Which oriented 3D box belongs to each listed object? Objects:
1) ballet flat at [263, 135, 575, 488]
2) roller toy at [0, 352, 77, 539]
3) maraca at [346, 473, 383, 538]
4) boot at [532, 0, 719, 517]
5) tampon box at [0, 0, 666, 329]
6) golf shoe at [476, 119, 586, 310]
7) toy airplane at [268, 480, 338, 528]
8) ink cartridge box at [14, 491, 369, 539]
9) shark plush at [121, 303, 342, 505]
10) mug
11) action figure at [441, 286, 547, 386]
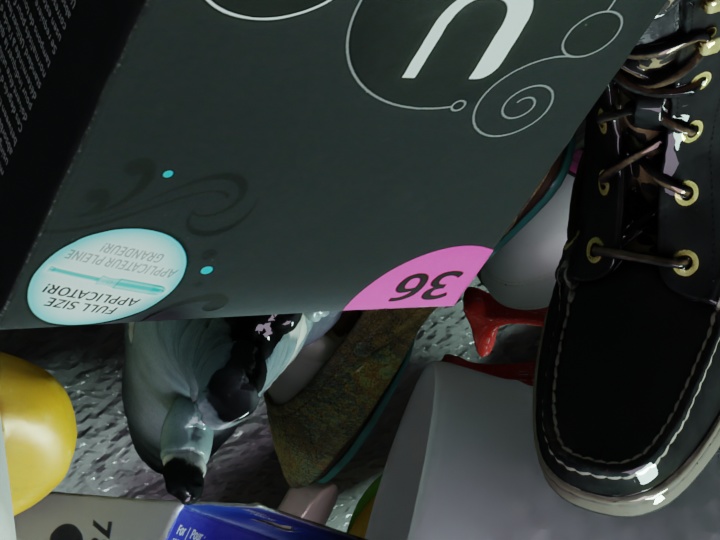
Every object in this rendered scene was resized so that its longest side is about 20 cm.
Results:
[{"bbox_3d":[0.000,0.000,0.854,0.070,0.071,0.200,1,141,-35],"label":"ballet flat"},{"bbox_3d":[-0.194,0.051,0.717,0.199,0.140,0.183,-19,140,3],"label":"roller toy"},{"bbox_3d":[0.072,0.153,0.968,0.107,0.199,0.138,-27,140,-48],"label":"maraca"},{"bbox_3d":[0.090,-0.042,0.752,0.073,0.201,0.151,13,153,24],"label":"boot"},{"bbox_3d":[-0.016,-0.094,0.629,0.149,0.127,0.200,-2,143,-31],"label":"tampon box"},{"bbox_3d":[0.137,-0.026,0.872,0.199,0.093,0.073,-22,151,0],"label":"golf shoe"},{"bbox_3d":[-0.076,0.197,1.013,0.199,0.141,0.201,-33,139,-22],"label":"toy airplane"},{"bbox_3d":[-0.104,0.097,0.839,0.199,0.040,0.099,0,166,25],"label":"ink cartridge box"},{"bbox_3d":[-0.038,0.034,0.748,0.090,0.200,0.084,18,89,-20],"label":"shark plush"},{"bbox_3d":[0.083,0.143,0.854,0.174,0.148,0.201,15,130,-4],"label":"mug"},{"bbox_3d":[0.138,0.056,0.902,0.199,0.065,0.099,1,134,21],"label":"action figure"}]
